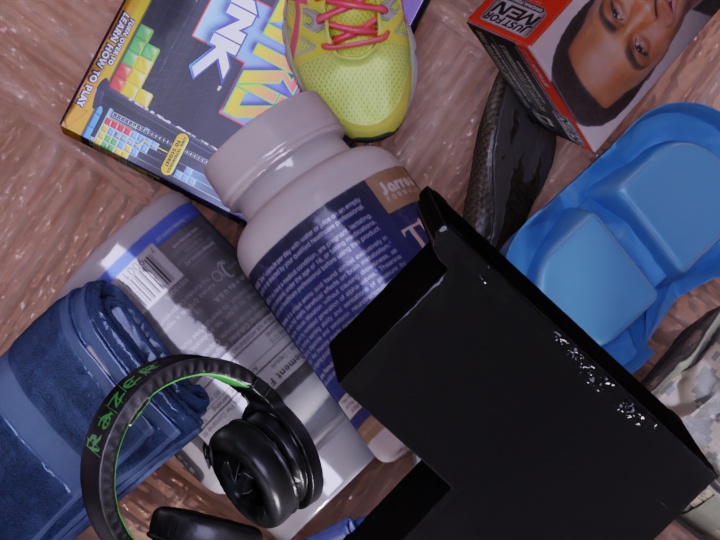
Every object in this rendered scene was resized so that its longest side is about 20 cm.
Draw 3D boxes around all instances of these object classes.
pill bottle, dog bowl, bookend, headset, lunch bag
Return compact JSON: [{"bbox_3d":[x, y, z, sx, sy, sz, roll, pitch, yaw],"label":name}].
[{"bbox_3d":[0.000,0.000,1.372,0.111,0.111,0.200,-36,81,-2],"label":"pill bottle"},{"bbox_3d":[0.157,-0.015,1.440,0.200,0.050,0.112,-42,99,-19],"label":"dog bowl"},{"bbox_3d":[0.043,0.101,1.263,0.199,0.092,0.200,41,97,-13],"label":"bookend"},{"bbox_3d":[-0.077,0.132,1.333,0.200,0.094,0.124,47,68,-26],"label":"headset"},{"bbox_3d":[-0.081,0.060,1.429,0.114,0.114,0.200,-44,88,-2],"label":"pill bottle"},{"bbox_3d":[0.246,0.123,1.398,0.200,0.164,0.118,42,83,4],"label":"lunch bag"}]

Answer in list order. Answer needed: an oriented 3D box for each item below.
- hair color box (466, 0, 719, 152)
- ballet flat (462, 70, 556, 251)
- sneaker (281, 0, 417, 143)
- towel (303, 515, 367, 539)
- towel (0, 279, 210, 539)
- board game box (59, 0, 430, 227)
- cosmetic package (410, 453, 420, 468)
[{"bbox_3d":[0.164,-0.180,1.422,0.200,0.102,0.061,-49,43,-10],"label":"hair color box"},{"bbox_3d":[0.080,-0.037,1.468,0.046,0.067,0.201,5,87,42],"label":"ballet flat"},{"bbox_3d":[-0.012,-0.174,1.401,0.078,0.090,0.200,-11,88,-3],"label":"sneaker"},{"bbox_3d":[0.000,0.253,1.423,0.147,0.024,0.200,-31,84,41],"label":"towel"},{"bbox_3d":[-0.181,0.096,1.403,0.112,0.049,0.200,50,127,1],"label":"towel"},{"bbox_3d":[-0.065,-0.135,1.471,0.165,0.057,0.200,26,87,3],"label":"board game box"},{"bbox_3d":[0.090,0.172,1.441,0.103,0.073,0.201,-7,87,-1],"label":"cosmetic package"}]
